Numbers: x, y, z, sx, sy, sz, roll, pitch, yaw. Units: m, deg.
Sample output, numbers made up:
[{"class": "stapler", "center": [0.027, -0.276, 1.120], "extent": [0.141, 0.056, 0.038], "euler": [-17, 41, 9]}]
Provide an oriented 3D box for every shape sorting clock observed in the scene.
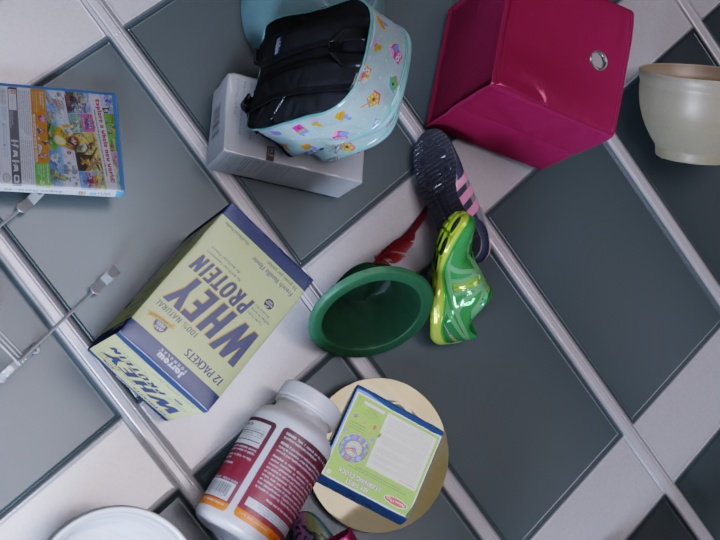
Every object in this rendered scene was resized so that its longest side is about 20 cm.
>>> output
[{"class": "shape sorting clock", "center": [0.022, 0.243, 1.526], "extent": [0.198, 0.039, 0.202], "euler": [4, 80, -20]}]

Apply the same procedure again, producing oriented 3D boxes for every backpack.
[{"class": "backpack", "center": [-0.028, -0.232, 1.417], "extent": [0.153, 0.199, 0.177], "euler": [28, 64, -34]}]

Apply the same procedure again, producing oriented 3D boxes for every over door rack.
[{"class": "over door rack", "center": [-0.402, 0.017, 1.361], "extent": [0.148, 0.066, 0.200], "euler": [49, 51, -10]}]

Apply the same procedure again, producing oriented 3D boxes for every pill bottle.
[{"class": "pill bottle", "center": [-0.107, 0.241, 1.425], "extent": [0.113, 0.113, 0.201], "euler": [38, 67, -14]}]

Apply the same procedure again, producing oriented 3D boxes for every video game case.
[{"class": "video game case", "center": [-0.390, -0.159, 1.400], "extent": [0.198, 0.018, 0.144], "euler": [2, 63, -25]}]

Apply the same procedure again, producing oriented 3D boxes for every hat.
[{"class": "hat", "center": [0.000, 0.000, 1.558], "extent": [0.199, 0.166, 0.177], "euler": [18, 36, -38]}]

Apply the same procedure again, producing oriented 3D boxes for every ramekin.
[{"class": "ramekin", "center": [-0.288, 0.369, 1.320], "extent": [0.198, 0.105, 0.202], "euler": [5, 78, -25]}]

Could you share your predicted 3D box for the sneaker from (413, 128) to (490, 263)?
[{"class": "sneaker", "center": [0.131, -0.101, 1.637], "extent": [0.082, 0.070, 0.202], "euler": [15, 57, -64]}]

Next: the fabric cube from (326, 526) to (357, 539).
[{"class": "fabric cube", "center": [-0.048, 0.429, 1.304], "extent": [0.199, 0.196, 0.201], "euler": [-29, 82, -5]}]

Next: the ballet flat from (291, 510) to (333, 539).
[{"class": "ballet flat", "center": [-0.041, 0.401, 1.448], "extent": [0.071, 0.069, 0.201], "euler": [-34, 99, -46]}]

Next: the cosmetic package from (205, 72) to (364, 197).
[{"class": "cosmetic package", "center": [-0.096, -0.175, 1.527], "extent": [0.198, 0.081, 0.114], "euler": [9, 74, -22]}]

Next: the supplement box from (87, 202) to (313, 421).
[{"class": "supplement box", "center": [-0.194, 0.055, 1.370], "extent": [0.134, 0.200, 0.200], "euler": [43, 67, -11]}]

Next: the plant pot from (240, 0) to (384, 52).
[{"class": "plant pot", "center": [-0.046, -0.361, 1.556], "extent": [0.198, 0.135, 0.202], "euler": [5, 77, -24]}]

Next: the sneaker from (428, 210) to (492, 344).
[{"class": "sneaker", "center": [0.137, 0.008, 1.561], "extent": [0.083, 0.074, 0.202], "euler": [3, 121, -2]}]

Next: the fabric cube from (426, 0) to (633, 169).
[{"class": "fabric cube", "center": [0.236, -0.285, 1.630], "extent": [0.198, 0.200, 0.198], "euler": [19, 74, -20]}]

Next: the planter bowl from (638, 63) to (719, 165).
[{"class": "planter bowl", "center": [0.521, -0.239, 1.785], "extent": [0.198, 0.200, 0.136], "euler": [-4, 109, -26]}]
